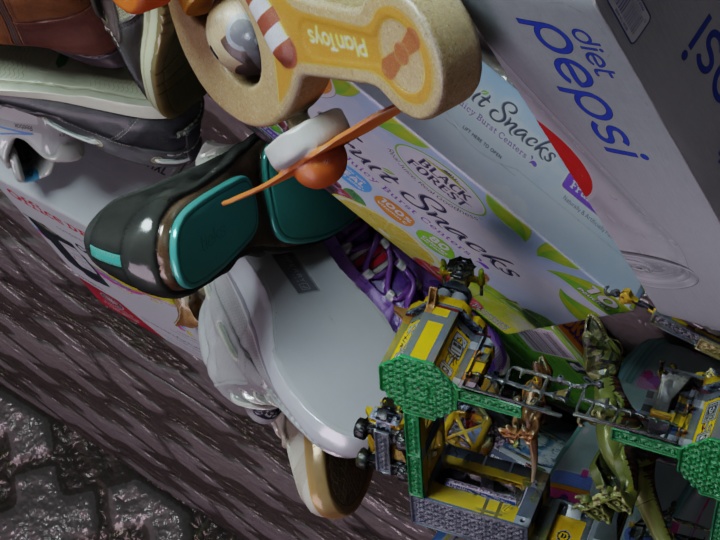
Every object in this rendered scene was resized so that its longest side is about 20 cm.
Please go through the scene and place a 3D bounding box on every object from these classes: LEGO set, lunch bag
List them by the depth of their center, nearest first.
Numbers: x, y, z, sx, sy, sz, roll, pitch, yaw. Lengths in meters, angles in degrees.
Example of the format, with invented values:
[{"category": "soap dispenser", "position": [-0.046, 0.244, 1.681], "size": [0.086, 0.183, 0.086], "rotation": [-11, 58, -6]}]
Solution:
[{"category": "LEGO set", "position": [0.107, 0.057, 0.731], "size": [0.198, 0.116, 0.155], "rotation": [8, 136, 24]}, {"category": "lunch bag", "position": [0.141, 0.148, 0.858], "size": [0.077, 0.201, 0.161], "rotation": [26, 164, 29]}]

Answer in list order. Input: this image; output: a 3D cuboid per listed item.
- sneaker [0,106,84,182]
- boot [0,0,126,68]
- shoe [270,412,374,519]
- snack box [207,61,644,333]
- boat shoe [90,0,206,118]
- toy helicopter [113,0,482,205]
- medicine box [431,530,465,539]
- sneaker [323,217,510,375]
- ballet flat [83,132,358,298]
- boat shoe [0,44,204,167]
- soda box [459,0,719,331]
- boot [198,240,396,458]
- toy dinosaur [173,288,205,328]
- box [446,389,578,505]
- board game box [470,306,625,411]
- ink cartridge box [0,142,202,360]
[{"category": "sneaker", "position": [-0.233, -0.102, 1.070], "size": [0.200, 0.074, 0.087], "rotation": [11, 109, 59]}, {"category": "boot", "position": [-0.216, -0.159, 0.822], "size": [0.187, 0.069, 0.200], "rotation": [21, 176, 12]}, {"category": "shoe", "position": [-0.028, 0.061, 0.979], "size": [0.053, 0.201, 0.070], "rotation": [-21, 140, 24]}, {"category": "snack box", "position": [0.034, -0.053, 0.765], "size": [0.200, 0.053, 0.142], "rotation": [38, 163, -11]}, {"category": "boat shoe", "position": [-0.095, -0.145, 0.745], "size": [0.066, 0.072, 0.201], "rotation": [36, 160, 14]}, {"category": "toy helicopter", "position": [-0.020, -0.081, 0.605], "size": [0.200, 0.078, 0.133], "rotation": [22, 130, 55]}, {"category": "medicine box", "position": [0.133, 0.248, 1.134], "size": [0.200, 0.183, 0.103], "rotation": [37, 178, -34]}, {"category": "sneaker", "position": [0.000, 0.000, 0.925], "size": [0.200, 0.081, 0.084], "rotation": [38, 142, 19]}, {"category": "ballet flat", "position": [-0.068, -0.037, 0.829], "size": [0.068, 0.069, 0.200], "rotation": [4, -166, 29]}, {"category": "boat shoe", "position": [-0.183, -0.110, 0.946], "size": [0.199, 0.072, 0.068], "rotation": [18, 149, 13]}, {"category": "soda box", "position": [0.111, -0.056, 0.580], "size": [0.068, 0.064, 0.200], "rotation": [20, 158, 44]}, {"category": "boot", "position": [-0.035, 0.049, 0.872], "size": [0.201, 0.073, 0.096], "rotation": [-118, 32, -45]}, {"category": "toy dinosaur", "position": [-0.064, -0.001, 1.076], "size": [0.060, 0.107, 0.199], "rotation": [-12, 178, 41]}, {"category": "box", "position": [0.101, 0.112, 0.979], "size": [0.136, 0.040, 0.199], "rotation": [26, -171, 31]}, {"category": "board game box", "position": [0.081, 0.040, 0.987], "size": [0.096, 0.030, 0.199], "rotation": [46, 158, -30]}, {"category": "ink cartridge box", "position": [-0.157, -0.028, 1.172], "size": [0.145, 0.083, 0.200], "rotation": [26, 162, 30]}]
